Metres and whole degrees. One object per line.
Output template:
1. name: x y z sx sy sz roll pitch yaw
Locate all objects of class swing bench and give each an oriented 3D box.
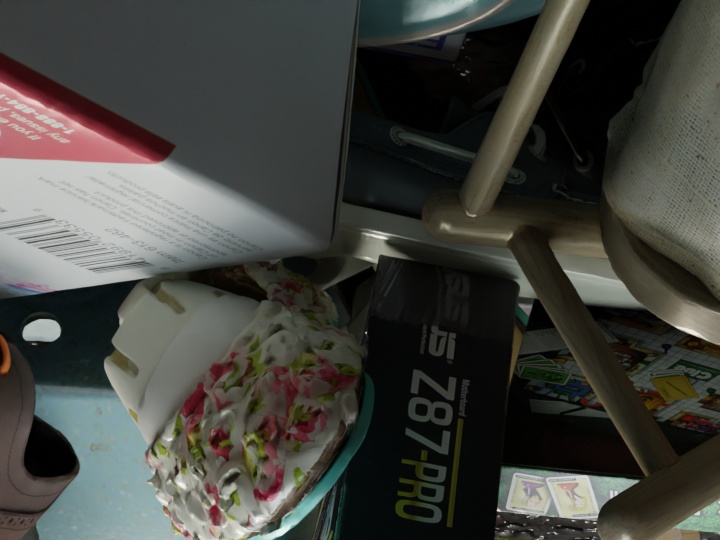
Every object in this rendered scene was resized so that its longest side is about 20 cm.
1. swing bench: 0.152 -0.046 0.726 0.200 0.130 0.199 -8 143 -28

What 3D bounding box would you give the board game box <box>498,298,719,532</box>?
1. board game box: 0.145 0.041 0.847 0.200 0.105 0.023 5 126 13

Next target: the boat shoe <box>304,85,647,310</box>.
1. boat shoe: 0.031 -0.029 0.834 0.200 0.062 0.073 11 172 -4

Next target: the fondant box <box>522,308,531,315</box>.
1. fondant box: 0.167 0.031 1.037 0.200 0.058 0.144 11 154 -9

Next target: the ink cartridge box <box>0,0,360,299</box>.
1. ink cartridge box: -0.123 -0.053 0.732 0.200 0.083 0.146 -8 158 36

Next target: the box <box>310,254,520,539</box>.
1. box: 0.000 0.122 0.816 0.049 0.161 0.200 11 130 -3

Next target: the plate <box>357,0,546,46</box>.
1. plate: -0.018 -0.099 0.735 0.200 0.026 0.200 6 157 3

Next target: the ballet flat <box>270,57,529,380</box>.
1. ballet flat: 0.000 0.000 0.918 0.069 0.063 0.200 7 137 54

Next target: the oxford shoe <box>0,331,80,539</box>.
1. oxford shoe: -0.133 0.022 0.759 0.072 0.071 0.200 -29 152 -2

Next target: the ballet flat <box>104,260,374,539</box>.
1. ballet flat: -0.040 0.030 0.770 0.064 0.076 0.200 37 180 -6

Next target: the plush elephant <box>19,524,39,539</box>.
1. plush elephant: -0.156 0.180 0.885 0.200 0.155 0.165 -16 129 21

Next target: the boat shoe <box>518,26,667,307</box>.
1. boat shoe: 0.071 -0.040 0.905 0.066 0.070 0.200 15 161 -22

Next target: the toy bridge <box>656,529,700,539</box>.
1. toy bridge: 0.161 0.096 1.149 0.027 0.067 0.200 -11 170 32

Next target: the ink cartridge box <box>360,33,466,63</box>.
1. ink cartridge box: -0.048 -0.130 0.755 0.198 0.043 0.200 10 156 -7

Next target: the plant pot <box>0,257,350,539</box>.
1. plant pot: -0.092 0.045 0.981 0.196 0.196 0.200 4 144 4
